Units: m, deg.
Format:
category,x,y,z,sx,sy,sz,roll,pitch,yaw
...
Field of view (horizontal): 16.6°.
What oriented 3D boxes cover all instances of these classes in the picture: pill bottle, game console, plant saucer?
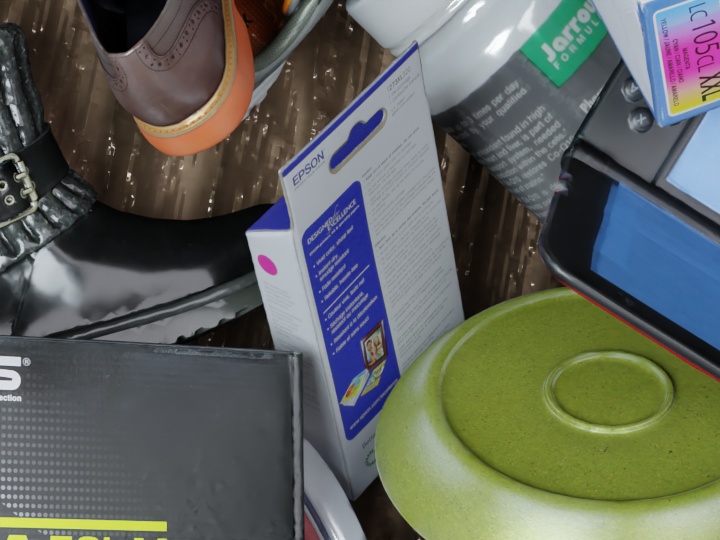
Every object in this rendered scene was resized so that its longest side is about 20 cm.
category,x,y,z,sx,sy,sz,roll,pitch,yaw
pill bottle,0.095,-0.089,1.148,0.200,0.113,0.113,42,69,-12
game console,0.191,-0.023,1.042,0.199,0.119,0.173,32,87,-4
plant saucer,0.105,0.061,1.041,0.199,0.200,0.031,-19,129,-23

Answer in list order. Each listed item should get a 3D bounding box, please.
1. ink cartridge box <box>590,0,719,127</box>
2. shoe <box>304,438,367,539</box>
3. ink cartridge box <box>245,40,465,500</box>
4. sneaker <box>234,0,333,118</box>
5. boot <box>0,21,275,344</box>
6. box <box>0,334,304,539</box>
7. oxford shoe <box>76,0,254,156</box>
category,x,y,z,sx,sy,sz,roll,pitch,yaw
ink cartridge box,0.191,-0.158,1.035,0.199,0.077,0.137,-20,48,-1
shoe,-0.034,0.176,1.079,0.091,0.071,0.201,-18,90,-23
ink cartridge box,0.000,0.000,1.066,0.095,0.037,0.201,-45,145,-31
sneaker,-0.027,-0.151,1.126,0.074,0.079,0.201,34,70,-12
boot,-0.124,-0.035,1.068,0.210,0.079,0.159,-18,89,-23
box,-0.120,0.124,0.985,0.199,0.047,0.194,5,80,-22
oxford shoe,-0.093,-0.146,1.060,0.073,0.071,0.201,47,20,-49
